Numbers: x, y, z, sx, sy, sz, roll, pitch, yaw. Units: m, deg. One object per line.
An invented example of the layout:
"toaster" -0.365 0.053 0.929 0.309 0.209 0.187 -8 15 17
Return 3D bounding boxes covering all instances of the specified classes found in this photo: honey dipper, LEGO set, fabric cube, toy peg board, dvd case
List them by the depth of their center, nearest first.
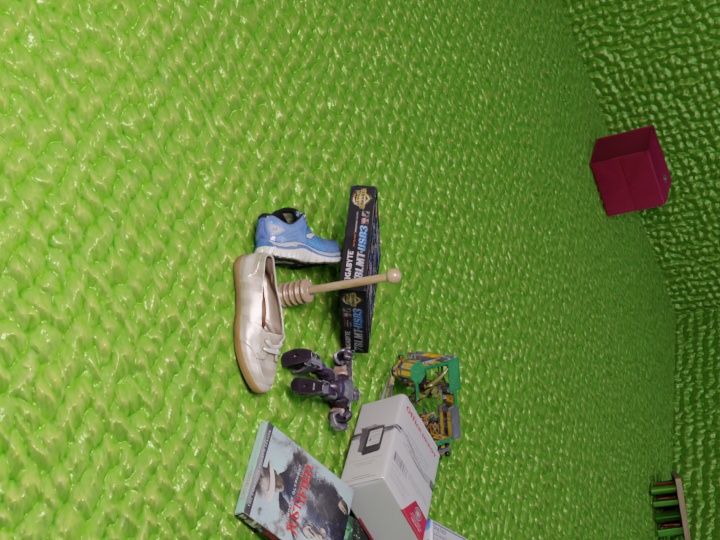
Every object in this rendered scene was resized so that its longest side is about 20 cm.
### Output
"dvd case" -0.088 0.325 1.529 0.200 0.022 0.146 44 42 -31
"honey dipper" -0.029 0.022 1.599 0.038 0.199 0.038 34 51 -56
"LEGO set" 0.094 0.227 1.907 0.153 0.116 0.201 -21 107 -40
"toy peg board" 0.984 0.756 3.486 0.199 0.097 0.201 19 63 -78
"fabric cube" 0.876 -0.323 3.528 0.200 0.199 0.196 66 31 -23

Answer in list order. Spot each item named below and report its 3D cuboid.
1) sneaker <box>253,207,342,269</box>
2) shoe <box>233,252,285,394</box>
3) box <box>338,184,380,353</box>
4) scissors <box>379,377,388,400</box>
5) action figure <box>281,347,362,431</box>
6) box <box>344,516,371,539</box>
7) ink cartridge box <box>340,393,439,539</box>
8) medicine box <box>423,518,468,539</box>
"sneaker" -0.090 -0.051 1.644 0.200 0.078 0.090 9 74 -62
"shoe" -0.140 0.072 1.525 0.070 0.053 0.201 11 71 -62
"box" 0.000 0.000 1.754 0.200 0.049 0.199 87 8 -57
"scissors" 0.023 0.251 1.826 0.073 0.014 0.201 49 41 -43
"action figure" -0.044 0.177 1.664 0.200 0.069 0.131 33 47 -59
"box" -0.020 0.449 1.642 0.200 0.036 0.145 45 42 -50
"ink cartridge box" 0.050 0.317 1.728 0.146 0.083 0.200 60 26 -25
"medicine box" 0.109 0.528 1.792 0.182 0.103 0.201 41 45 -51
